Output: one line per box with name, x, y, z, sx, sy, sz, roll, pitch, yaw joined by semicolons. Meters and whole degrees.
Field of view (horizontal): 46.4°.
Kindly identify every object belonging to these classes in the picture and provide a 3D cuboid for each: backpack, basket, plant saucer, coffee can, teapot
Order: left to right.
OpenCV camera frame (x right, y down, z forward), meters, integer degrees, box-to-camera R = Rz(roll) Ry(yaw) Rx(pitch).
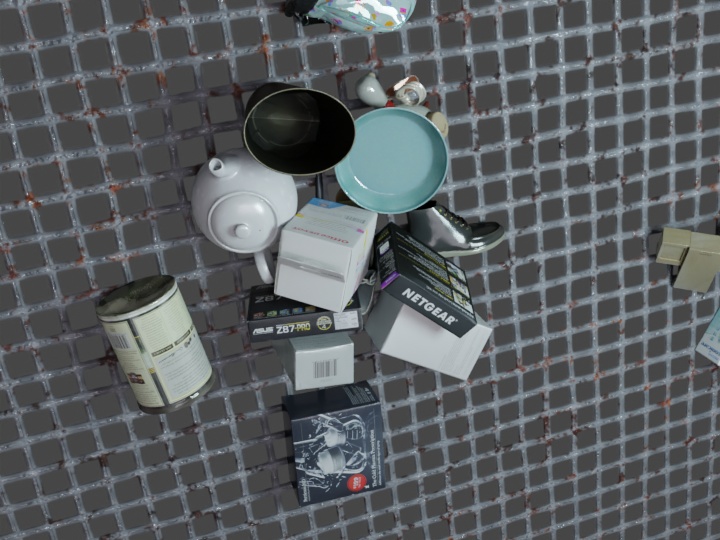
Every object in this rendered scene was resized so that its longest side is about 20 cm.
coffee can;-0.357;0.129;1.478;0.146;0.146;0.201;-21;114;-9
teapot;-0.196;-0.098;1.427;0.199;0.146;0.198;21;121;-21
basket;-0.122;-0.244;1.392;0.179;0.200;0.137;-1;108;-18
backpack;-0.008;-0.465;1.392;0.199;0.127;0.168;15;100;-25
plant saucer;0.053;-0.195;1.471;0.199;0.036;0.201;0;121;0

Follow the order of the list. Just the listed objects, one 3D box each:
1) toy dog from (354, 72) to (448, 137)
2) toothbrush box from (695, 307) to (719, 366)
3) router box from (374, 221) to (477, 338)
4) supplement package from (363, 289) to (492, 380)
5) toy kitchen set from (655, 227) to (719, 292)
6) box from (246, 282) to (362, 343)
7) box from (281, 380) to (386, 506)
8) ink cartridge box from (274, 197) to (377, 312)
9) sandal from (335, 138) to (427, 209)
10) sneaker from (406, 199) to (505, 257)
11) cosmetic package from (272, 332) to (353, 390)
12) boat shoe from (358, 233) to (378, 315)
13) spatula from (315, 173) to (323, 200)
toy dog;0.077;-0.297;1.491;0.131;0.097;0.200;-4;150;22
toothbrush box;0.883;0.135;1.909;0.146;0.085;0.201;23;102;-23
router box;0.118;0.017;1.531;0.200;0.150;0.051;32;121;-28
supplement package;0.130;0.113;1.642;0.199;0.120;0.122;21;103;-23
toy kitchen set;0.744;-0.071;1.811;0.199;0.181;0.163;10;151;12
box;-0.100;0.066;1.510;0.199;0.161;0.049;-7;111;-1
box;-0.053;0.343;1.674;0.181;0.104;0.201;-9;111;-13
ink cartridge box;-0.063;-0.026;1.461;0.128;0.200;0.126;15;117;10
sandal;0.040;-0.176;1.537;0.080;0.054;0.200;38;115;-25
sneaker;0.184;-0.088;1.612;0.199;0.075;0.107;-12;115;-12
cosmetic package;-0.090;0.136;1.537;0.112;0.200;0.082;-6;112;-18
boat shoe;0.000;0.000;1.593;0.072;0.062;0.201;-4;110;-17
spatula;-0.068;-0.200;1.516;0.020;0.057;0.201;13;116;14
